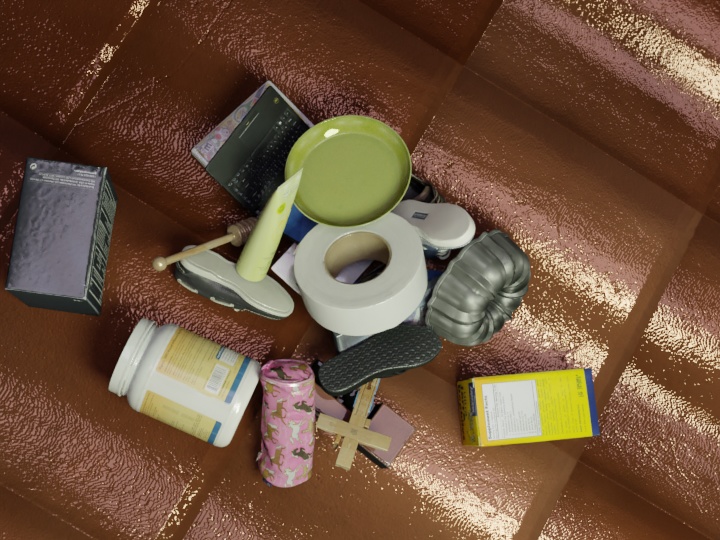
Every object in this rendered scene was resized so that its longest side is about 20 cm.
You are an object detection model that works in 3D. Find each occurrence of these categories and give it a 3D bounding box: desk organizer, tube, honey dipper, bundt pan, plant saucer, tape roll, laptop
[{"bbox_3d":[-0.015,0.224,1.596,0.200,0.072,0.077,38,75,-1],"label":"desk organizer"},{"bbox_3d":[-0.140,-0.068,1.547,0.052,0.200,0.058,7,41,-25],"label":"tube"},{"bbox_3d":[-0.244,-0.039,1.581,0.200,0.038,0.038,-23,84,-38],"label":"honey dipper"},{"bbox_3d":[0.196,0.039,1.587,0.202,0.202,0.076,-45,61,-13],"label":"bundt pan"},{"bbox_3d":[-0.018,-0.151,1.574,0.200,0.031,0.200,-2,66,5],"label":"plant saucer"},{"bbox_3d":[0.000,0.000,1.538,0.202,0.071,0.203,-6,51,8],"label":"tape roll"},{"bbox_3d":[-0.111,-0.161,1.604,0.200,0.103,0.177,45,74,-35],"label":"laptop"}]

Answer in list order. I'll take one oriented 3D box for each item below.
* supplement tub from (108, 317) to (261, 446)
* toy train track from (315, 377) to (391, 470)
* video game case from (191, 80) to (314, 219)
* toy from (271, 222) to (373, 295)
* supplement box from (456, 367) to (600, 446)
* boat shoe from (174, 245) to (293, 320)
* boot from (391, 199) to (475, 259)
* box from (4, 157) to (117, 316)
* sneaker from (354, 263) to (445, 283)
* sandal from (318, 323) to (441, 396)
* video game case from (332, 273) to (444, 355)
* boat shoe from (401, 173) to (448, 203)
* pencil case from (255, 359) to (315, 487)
[{"bbox_3d":[-0.266,0.168,1.530,0.200,0.145,0.145,25,78,-4],"label":"supplement tub"},{"bbox_3d":[0.000,0.218,1.545,0.115,0.033,0.200,19,57,1],"label":"toy train track"},{"bbox_3d":[-0.148,-0.188,1.671,0.200,0.023,0.182,45,77,1],"label":"video game case"},{"bbox_3d":[-0.039,-0.033,1.648,0.115,0.047,0.200,41,76,3],"label":"toy"},{"bbox_3d":[0.268,0.222,1.618,0.200,0.110,0.109,-3,81,-10],"label":"supplement box"},{"bbox_3d":[-0.205,0.031,1.607,0.200,0.060,0.074,25,39,-8],"label":"boat shoe"},{"bbox_3d":[0.129,-0.055,1.578,0.073,0.200,0.090,-48,122,-10],"label":"boot"},{"bbox_3d":[-0.447,-0.045,1.512,0.123,0.200,0.199,6,79,-8],"label":"box"},{"bbox_3d":[0.084,0.031,1.622,0.200,0.111,0.077,-1,80,-9],"label":"sneaker"},{"bbox_3d":[0.029,0.139,1.561,0.200,0.048,0.075,-19,64,-8],"label":"sandal"},{"bbox_3d":[0.053,0.090,1.596,0.200,0.143,0.019,-27,59,-12],"label":"video game case"},{"bbox_3d":[0.097,-0.110,1.667,0.200,0.073,0.075,34,78,-1],"label":"boat shoe"},{"bbox_3d":[-0.114,0.231,1.528,0.086,0.083,0.200,-6,116,-21],"label":"pencil case"}]
